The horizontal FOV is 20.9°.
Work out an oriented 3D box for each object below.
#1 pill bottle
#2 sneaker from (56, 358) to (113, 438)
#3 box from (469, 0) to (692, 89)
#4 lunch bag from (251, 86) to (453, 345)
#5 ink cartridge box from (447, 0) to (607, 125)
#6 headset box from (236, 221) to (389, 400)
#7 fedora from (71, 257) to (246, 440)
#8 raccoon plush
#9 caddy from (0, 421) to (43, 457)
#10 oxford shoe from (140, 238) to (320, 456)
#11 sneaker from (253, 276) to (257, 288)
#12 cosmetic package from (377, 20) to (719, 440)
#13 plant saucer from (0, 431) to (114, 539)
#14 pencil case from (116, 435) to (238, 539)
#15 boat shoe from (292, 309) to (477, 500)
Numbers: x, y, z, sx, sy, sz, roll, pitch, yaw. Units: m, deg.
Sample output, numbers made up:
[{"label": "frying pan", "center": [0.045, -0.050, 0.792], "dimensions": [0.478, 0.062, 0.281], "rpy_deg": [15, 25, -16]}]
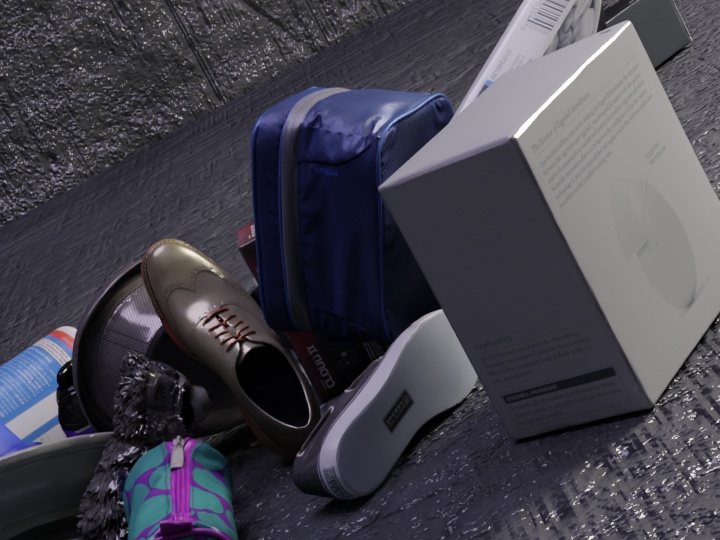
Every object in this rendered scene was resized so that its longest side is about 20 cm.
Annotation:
[{"label": "pill bottle", "center": [-0.325, 0.149, 1.820], "dimensions": [0.199, 0.113, 0.112], "rpy_deg": [-34, 14, -27]}, {"label": "sneaker", "center": [-0.222, 0.117, 1.713], "dimensions": [0.069, 0.100, 0.200], "rpy_deg": [-28, 1, 2]}, {"label": "box", "center": [0.238, -0.223, 2.110], "dimensions": [0.199, 0.079, 0.141], "rpy_deg": [-36, 12, -29]}, {"label": "lunch bag", "center": [-0.010, -0.038, 1.494], "dimensions": [0.131, 0.202, 0.136], "rpy_deg": [8, 20, 28]}, {"label": "ink cartridge box", "center": [0.133, -0.111, 1.517], "dimensions": [0.043, 0.200, 0.199], "rpy_deg": [24, 72, 23]}, {"label": "headset box", "center": [0.000, 0.000, 1.624], "dimensions": [0.199, 0.150, 0.077], "rpy_deg": [-29, 12, 3]}, {"label": "fedora", "center": [-0.139, 0.078, 1.599], "dimensions": [0.090, 0.200, 0.178], "rpy_deg": [17, 78, 43]}, {"label": "raccoon plush", "center": [-0.189, 0.153, 1.451], "dimensions": [0.199, 0.135, 0.096], "rpy_deg": [-35, 24, -30]}, {"label": "caddy", "center": [-0.356, 0.203, 1.663], "dimensions": [0.200, 0.105, 0.142], "rpy_deg": [-42, -13, -15]}, {"label": "oxford shoe", "center": [-0.095, 0.050, 1.500], "dimensions": [0.071, 0.200, 0.074], "rpy_deg": [-40, -7, -16]}, {"label": "sneaker", "center": [-0.066, 0.016, 1.845], "dimensions": [0.072, 0.085, 0.200], "rpy_deg": [-30, 15, -14]}, {"label": "cosmetic package", "center": [0.143, -0.029, 1.326], "dimensions": [0.122, 0.201, 0.199], "rpy_deg": [-17, 17, 39]}, {"label": "plant saucer", "center": [-0.251, 0.189, 1.557], "dimensions": [0.198, 0.051, 0.200], "rpy_deg": [-17, -18, -6]}, {"label": "pencil case", "center": [-0.122, 0.181, 1.333], "dimensions": [0.084, 0.094, 0.200], "rpy_deg": [-5, 13, -7]}, {"label": "boat shoe", "center": [0.017, 0.098, 1.422], "dimensions": [0.066, 0.070, 0.200], "rpy_deg": [-13, 28, 44]}]
